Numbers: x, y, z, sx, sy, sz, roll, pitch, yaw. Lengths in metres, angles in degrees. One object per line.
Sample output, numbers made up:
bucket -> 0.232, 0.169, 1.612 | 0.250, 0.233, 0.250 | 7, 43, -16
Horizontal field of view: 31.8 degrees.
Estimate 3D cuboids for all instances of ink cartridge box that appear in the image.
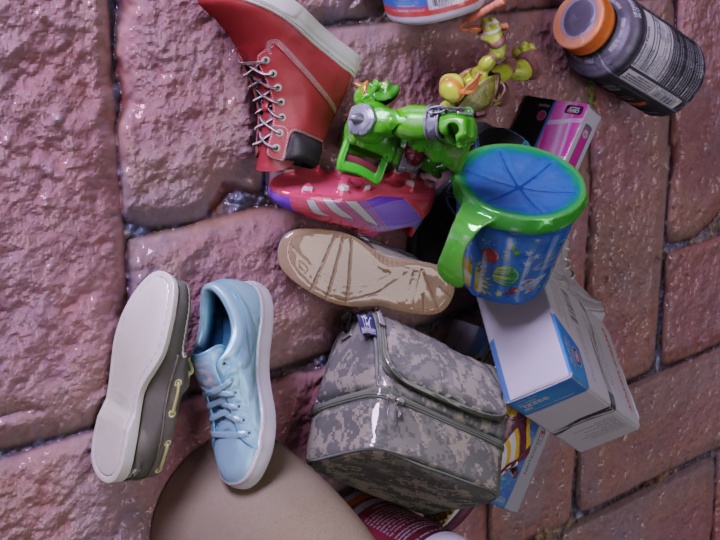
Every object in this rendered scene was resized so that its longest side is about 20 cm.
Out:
ink cartridge box -> 0.223, 0.102, 1.419 | 0.200, 0.084, 0.145 | 35, 34, -50
ink cartridge box -> 0.191, -0.100, 1.430 | 0.037, 0.095, 0.200 | 29, 82, -43

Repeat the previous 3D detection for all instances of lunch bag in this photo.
lunch bag -> 0.052, 0.146, 1.328 | 0.200, 0.139, 0.168 | 25, 58, -28

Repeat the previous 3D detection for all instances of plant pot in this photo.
plant pot -> -0.071, 0.275, 1.224 | 0.187, 0.200, 0.188 | -13, 110, -39

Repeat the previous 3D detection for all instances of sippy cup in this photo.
sippy cup -> 0.154, -0.041, 1.304 | 0.178, 0.140, 0.130 | -3, 129, -13

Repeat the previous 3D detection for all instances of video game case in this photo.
video game case -> 0.150, 0.176, 1.501 | 0.200, 0.045, 0.181 | 29, 81, -42

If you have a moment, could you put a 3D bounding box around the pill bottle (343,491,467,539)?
pill bottle -> 0.053, 0.318, 1.345 | 0.113, 0.200, 0.113 | -12, 109, -39

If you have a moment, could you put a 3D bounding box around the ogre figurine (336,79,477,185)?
ogre figurine -> 0.041, -0.130, 1.228 | 0.120, 0.200, 0.098 | 9, 105, -5

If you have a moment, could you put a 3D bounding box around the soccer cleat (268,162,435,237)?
soccer cleat -> -0.008, -0.065, 1.287 | 0.200, 0.067, 0.077 | -5, 124, -38

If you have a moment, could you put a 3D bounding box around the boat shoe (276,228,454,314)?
boat shoe -> 0.000, 0.000, 1.308 | 0.200, 0.065, 0.072 | 12, 95, -24

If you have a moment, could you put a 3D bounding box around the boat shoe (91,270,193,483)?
boat shoe -> -0.191, 0.098, 1.160 | 0.060, 0.072, 0.202 | 9, 102, -44

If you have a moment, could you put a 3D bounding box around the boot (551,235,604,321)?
boot -> 0.237, 0.000, 1.510 | 0.200, 0.074, 0.096 | 18, 96, -42

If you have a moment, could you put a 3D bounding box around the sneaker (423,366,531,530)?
sneaker -> 0.145, 0.213, 1.425 | 0.090, 0.075, 0.200 | 34, 79, -35

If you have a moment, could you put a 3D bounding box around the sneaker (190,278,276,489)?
sneaker -> -0.131, 0.105, 1.194 | 0.082, 0.074, 0.200 | 13, 70, -48

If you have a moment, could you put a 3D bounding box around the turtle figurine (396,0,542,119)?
turtle figurine -> 0.130, -0.202, 1.324 | 0.161, 0.064, 0.200 | -22, 151, -52

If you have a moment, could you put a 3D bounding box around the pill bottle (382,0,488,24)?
pill bottle -> 0.059, -0.352, 1.235 | 0.112, 0.112, 0.200 | -31, 120, -32

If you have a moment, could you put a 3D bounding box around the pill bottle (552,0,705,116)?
pill bottle -> 0.312, -0.261, 1.489 | 0.200, 0.106, 0.106 | 19, 88, -43

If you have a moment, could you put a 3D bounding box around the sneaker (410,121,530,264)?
sneaker -> 0.119, -0.068, 1.384 | 0.073, 0.082, 0.200 | 25, 86, -44

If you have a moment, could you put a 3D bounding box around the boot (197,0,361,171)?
boot -> -0.091, -0.174, 1.174 | 0.200, 0.072, 0.144 | 30, 79, -45
